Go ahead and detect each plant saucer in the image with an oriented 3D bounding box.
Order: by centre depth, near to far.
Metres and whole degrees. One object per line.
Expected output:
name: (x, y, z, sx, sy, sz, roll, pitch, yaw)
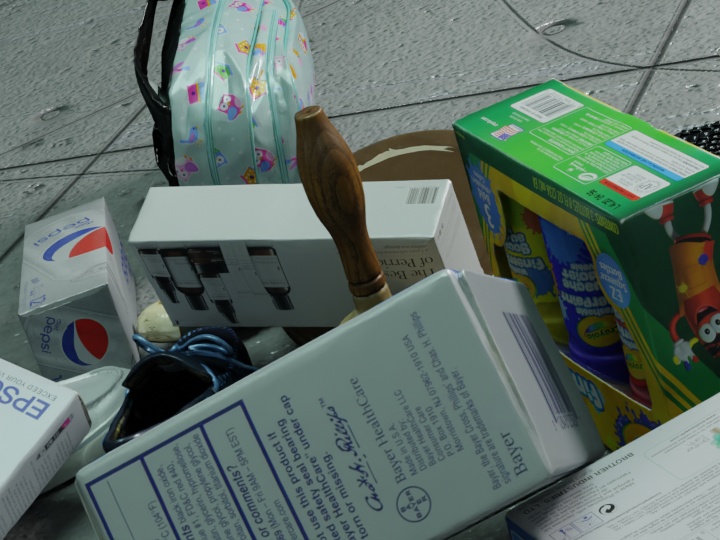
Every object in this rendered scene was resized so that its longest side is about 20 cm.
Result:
plant saucer: (0.032, -0.021, 1.348, 0.198, 0.030, 0.201, -12, 45, 12)

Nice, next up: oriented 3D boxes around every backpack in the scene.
backpack: (-0.096, -0.132, 1.606, 0.126, 0.168, 0.201, -10, 31, 7)

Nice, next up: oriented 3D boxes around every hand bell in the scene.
hand bell: (0.000, 0.000, 1.193, 0.103, 0.201, 0.104, -16, 24, 8)

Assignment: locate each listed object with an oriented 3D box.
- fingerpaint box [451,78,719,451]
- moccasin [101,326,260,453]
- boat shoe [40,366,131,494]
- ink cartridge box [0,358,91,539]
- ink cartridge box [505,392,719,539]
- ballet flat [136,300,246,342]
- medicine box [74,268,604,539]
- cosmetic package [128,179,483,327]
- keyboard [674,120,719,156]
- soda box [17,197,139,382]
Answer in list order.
fingerpaint box: (0.135, 0.008, 1.117, 0.073, 0.168, 0.200, -23, 25, -14)
moccasin: (-0.105, 0.076, 1.271, 0.080, 0.069, 0.200, -14, 23, 11)
boat shoe: (-0.225, 0.101, 1.309, 0.199, 0.069, 0.072, -26, 25, -13)
ink cartridge box: (-0.291, 0.118, 1.236, 0.195, 0.043, 0.200, 20, 54, 27)
ink cartridge box: (0.170, 0.140, 0.923, 0.136, 0.077, 0.200, -27, 23, -16)
ballet flat: (-0.061, -0.005, 1.423, 0.199, 0.057, 0.066, -25, 24, -12)
medicine box: (-0.003, 0.090, 0.995, 0.199, 0.104, 0.182, -28, -8, 11)
cosmetic package: (-0.033, -0.007, 1.283, 0.198, 0.083, 0.051, -1, 50, 23)
keyboard: (0.222, -0.060, 1.350, 0.103, 0.040, 0.200, -9, 27, 23)
soda box: (-0.191, 0.016, 1.446, 0.063, 0.069, 0.200, -19, 19, -1)
